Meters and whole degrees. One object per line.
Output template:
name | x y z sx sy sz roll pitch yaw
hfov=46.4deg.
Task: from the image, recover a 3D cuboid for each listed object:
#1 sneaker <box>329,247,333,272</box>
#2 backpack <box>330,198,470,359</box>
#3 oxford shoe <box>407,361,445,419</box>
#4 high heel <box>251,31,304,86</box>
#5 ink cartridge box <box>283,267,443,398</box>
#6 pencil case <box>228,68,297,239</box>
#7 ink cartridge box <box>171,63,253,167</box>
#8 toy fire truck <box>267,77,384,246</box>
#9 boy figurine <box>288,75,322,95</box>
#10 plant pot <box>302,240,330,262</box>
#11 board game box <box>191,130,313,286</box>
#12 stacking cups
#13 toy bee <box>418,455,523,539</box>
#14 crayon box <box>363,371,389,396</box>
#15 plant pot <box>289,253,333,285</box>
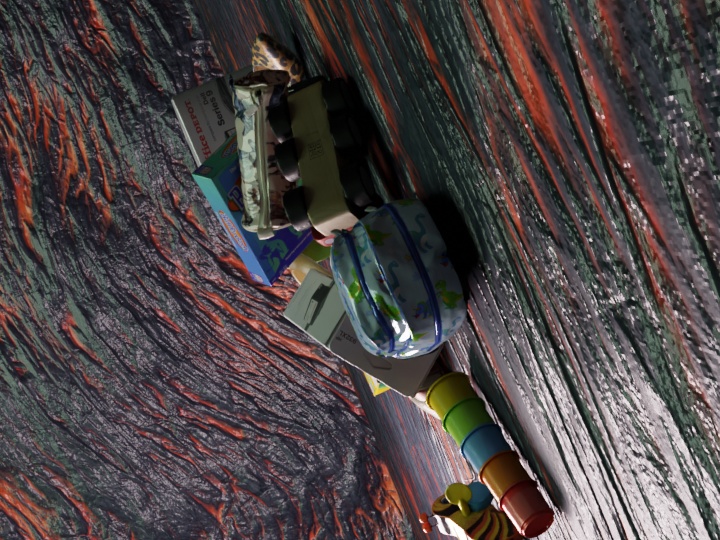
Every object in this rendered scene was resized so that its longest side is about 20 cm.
sneaker | 0.000 0.000 1.263 0.201 0.071 0.113 80 168 -54
backpack | 0.038 0.009 0.809 0.200 0.152 0.165 154 100 -71
oxford shoe | 0.077 0.150 1.181 0.075 0.070 0.200 62 178 -24
high heel | -0.137 -0.244 1.221 0.071 0.144 0.200 22 167 16
ink cartridge box | -0.001 0.078 1.117 0.144 0.084 0.200 32 177 -22
pencil case | -0.119 -0.146 1.053 0.090 0.077 0.202 -59 -30 -65
ink cartridge box | -0.191 -0.249 1.375 0.084 0.198 0.147 -146 33 -75
toy fire truck | -0.028 -0.100 1.006 0.200 0.128 0.178 37 -144 -59
boy figurine | -0.051 -0.152 1.134 0.125 0.064 0.201 -63 -44 -58
plant pot | -0.135 -0.128 1.563 0.187 0.185 0.202 91 169 -73
board game box | -0.128 -0.102 1.160 0.045 0.152 0.201 17 147 39
stacking cups | 0.144 0.197 0.909 0.200 0.060 0.061 53 166 44
toy bee | 0.142 0.343 1.148 0.132 0.108 0.200 65 173 0
crayon box | 0.028 0.177 1.703 0.200 0.051 0.127 95 151 -74
plant pot | -0.059 0.041 1.519 0.199 0.028 0.200 39 167 11
